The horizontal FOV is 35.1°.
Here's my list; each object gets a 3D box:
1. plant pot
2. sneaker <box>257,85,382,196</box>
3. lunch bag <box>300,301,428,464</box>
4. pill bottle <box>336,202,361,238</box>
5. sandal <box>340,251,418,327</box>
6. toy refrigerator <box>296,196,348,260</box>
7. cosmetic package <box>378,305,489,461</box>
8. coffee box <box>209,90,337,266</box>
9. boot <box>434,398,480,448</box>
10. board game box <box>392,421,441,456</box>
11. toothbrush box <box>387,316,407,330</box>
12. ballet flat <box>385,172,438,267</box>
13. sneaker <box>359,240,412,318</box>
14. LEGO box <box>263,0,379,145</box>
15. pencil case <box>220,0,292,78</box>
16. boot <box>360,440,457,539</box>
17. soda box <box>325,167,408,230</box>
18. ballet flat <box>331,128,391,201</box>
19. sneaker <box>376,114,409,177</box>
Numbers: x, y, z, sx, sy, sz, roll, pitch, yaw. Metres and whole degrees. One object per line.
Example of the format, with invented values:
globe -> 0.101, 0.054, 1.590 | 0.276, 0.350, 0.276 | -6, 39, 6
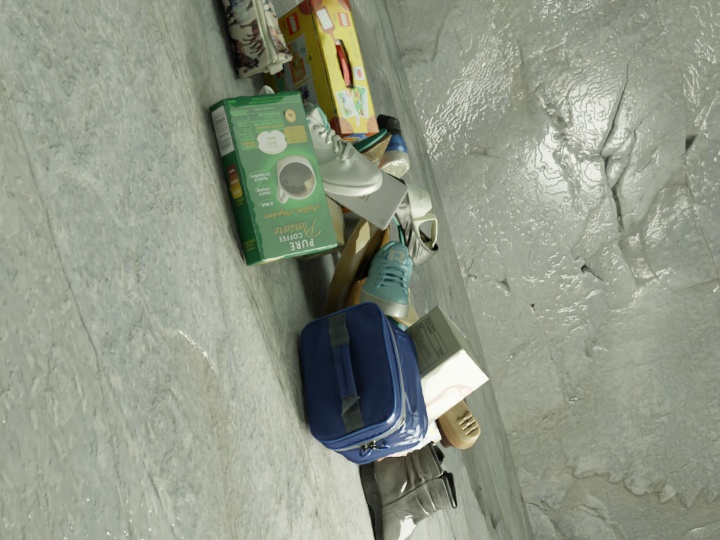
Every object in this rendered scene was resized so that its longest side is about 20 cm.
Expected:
plant pot -> 0.000, 0.000, 1.692 | 0.200, 0.027, 0.203 | 23, 89, -78
sneaker -> -0.055, -0.170, 1.475 | 0.089, 0.198, 0.076 | -64, -179, 36
lunch bag -> -0.001, 0.153, 1.495 | 0.132, 0.134, 0.203 | 42, 31, -52
pill bottle -> -0.028, -0.146, 1.814 | 0.110, 0.108, 0.203 | 52, 27, -64
sandal -> 0.038, -0.008, 1.854 | 0.212, 0.070, 0.077 | 50, 30, 10
toy refrigerator -> -0.077, -0.062, 1.551 | 0.200, 0.075, 0.071 | 33, 44, -75
cosmetic package -> 0.068, 0.159, 1.601 | 0.087, 0.199, 0.104 | 45, 12, -38
coffee box -> -0.107, -0.114, 1.394 | 0.122, 0.044, 0.203 | -14, 89, -40
boot -> 0.116, 0.190, 1.799 | 0.202, 0.072, 0.166 | 65, -15, 4
board game box -> 0.044, 0.211, 1.718 | 0.032, 0.119, 0.202 | 49, -15, 54
toothbrush box -> 0.047, 0.177, 1.851 | 0.201, 0.084, 0.148 | -92, 164, -51
ballet flat -> 0.076, -0.084, 1.699 | 0.201, 0.067, 0.069 | 67, 5, -51
sneaker -> 0.039, 0.005, 1.618 | 0.200, 0.073, 0.083 | -100, -158, -73
LEGO box -> -0.066, -0.274, 1.652 | 0.076, 0.148, 0.203 | -9, 84, -39
pencil case -> -0.150, -0.359, 1.535 | 0.089, 0.077, 0.203 | -170, -115, -75
boot -> 0.085, 0.363, 1.688 | 0.070, 0.130, 0.203 | -54, 128, -77
soda box -> -0.034, -0.135, 1.559 | 0.198, 0.069, 0.064 | 32, 0, 0
ballet flat -> -0.023, -0.146, 1.724 | 0.070, 0.199, 0.066 | -2, -63, 58
sneaker -> 0.012, -0.187, 1.920 | 0.200, 0.076, 0.113 | -40, -128, 54
